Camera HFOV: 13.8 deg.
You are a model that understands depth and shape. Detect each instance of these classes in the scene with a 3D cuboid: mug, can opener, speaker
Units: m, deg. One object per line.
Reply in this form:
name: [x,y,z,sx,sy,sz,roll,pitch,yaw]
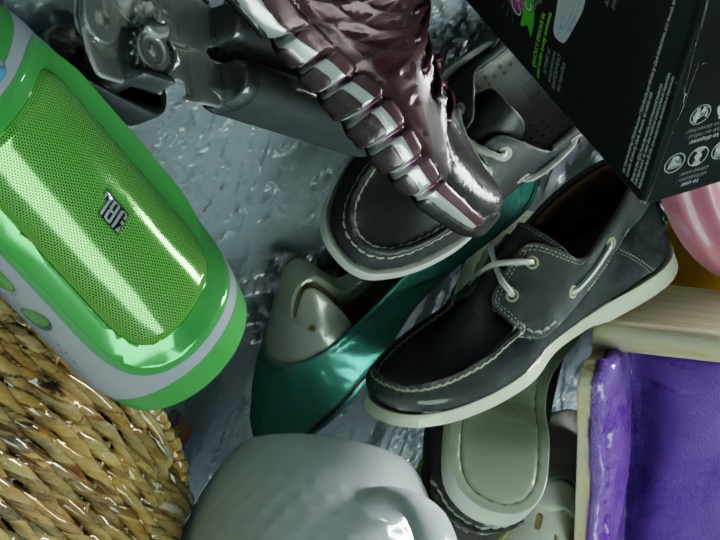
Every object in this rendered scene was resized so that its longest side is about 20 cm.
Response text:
mug: [-0.014,0.169,1.409,0.147,0.176,0.200,17,159,-27]
can opener: [-0.067,-0.088,1.344,0.067,0.054,0.200,-21,157,35]
speaker: [-0.131,-0.028,1.270,0.088,0.089,0.200,-39,127,1]

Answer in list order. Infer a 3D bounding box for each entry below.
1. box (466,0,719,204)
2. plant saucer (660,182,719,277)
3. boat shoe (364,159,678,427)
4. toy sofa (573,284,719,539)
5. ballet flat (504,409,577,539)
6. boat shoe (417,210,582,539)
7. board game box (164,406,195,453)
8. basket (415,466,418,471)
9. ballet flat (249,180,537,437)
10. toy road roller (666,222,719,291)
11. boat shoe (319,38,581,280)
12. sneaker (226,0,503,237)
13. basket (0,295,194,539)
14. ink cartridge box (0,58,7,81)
box: [0.139,-0.152,1.311,0.148,0.200,0.125,-16,140,-29]
plant saucer: [0.230,-0.087,1.515,0.200,0.051,0.202,-11,107,-40]
boat shoe: [0.074,0.010,1.460,0.200,0.072,0.068,-34,128,-31]
toy sofa: [0.157,0.113,1.530,0.098,0.082,0.201,-61,155,-59]
ballet flat: [0.072,0.162,1.524,0.200,0.064,0.067,-52,135,-15]
boat shoe: [0.067,0.056,1.519,0.071,0.202,0.061,22,138,-8]
board game box: [-0.162,0.147,1.510,0.157,0.039,0.201,-1,130,-41]
basket: [0.035,0.175,1.629,0.200,0.139,0.176,-48,143,19]
ballet flat: [0.000,0.000,1.480,0.200,0.067,0.070,-46,129,5]
toy road roller: [0.202,0.052,1.599,0.146,0.201,0.123,14,151,-41]
boat shoe: [0.065,-0.070,1.420,0.200,0.074,0.060,-35,177,-19]
sneaker: [0.027,-0.111,1.308,0.115,0.076,0.200,-41,117,6]
basket: [-0.190,0.089,1.377,0.200,0.148,0.143,48,53,-46]
ink cartridge box: [-0.241,-0.046,1.165,0.200,0.115,0.068,-50,143,16]
